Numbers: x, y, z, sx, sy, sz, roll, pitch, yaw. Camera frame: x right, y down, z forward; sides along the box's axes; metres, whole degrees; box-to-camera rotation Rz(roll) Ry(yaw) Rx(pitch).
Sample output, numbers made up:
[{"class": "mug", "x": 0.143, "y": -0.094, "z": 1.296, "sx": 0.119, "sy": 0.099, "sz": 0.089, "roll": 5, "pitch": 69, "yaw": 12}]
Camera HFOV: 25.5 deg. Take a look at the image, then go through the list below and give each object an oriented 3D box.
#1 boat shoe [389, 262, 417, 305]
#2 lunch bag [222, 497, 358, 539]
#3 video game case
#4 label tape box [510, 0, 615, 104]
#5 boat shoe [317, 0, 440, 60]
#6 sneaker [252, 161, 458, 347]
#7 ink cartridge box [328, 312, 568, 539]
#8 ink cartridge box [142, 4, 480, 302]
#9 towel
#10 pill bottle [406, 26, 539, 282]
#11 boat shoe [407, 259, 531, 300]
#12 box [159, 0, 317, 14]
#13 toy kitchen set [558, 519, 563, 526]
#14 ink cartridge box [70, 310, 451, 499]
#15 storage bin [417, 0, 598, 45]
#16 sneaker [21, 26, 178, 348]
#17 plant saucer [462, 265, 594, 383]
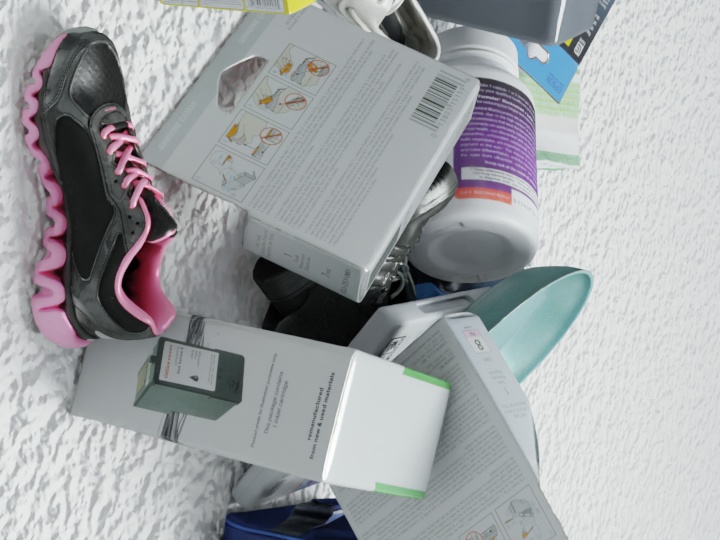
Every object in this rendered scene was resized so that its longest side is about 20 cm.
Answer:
[{"class": "boat shoe", "x": 0.000, "y": 0.000, "z": 1.251, "sx": 0.200, "sy": 0.075, "sz": 0.062, "roll": 67, "pitch": 5, "yaw": -51}, {"class": "lunch bag", "x": -0.024, "y": 0.237, "z": 1.206, "sx": 0.200, "sy": 0.136, "sz": 0.133, "roll": 9, "pitch": 88, "yaw": -59}, {"class": "video game case", "x": 0.008, "y": 0.096, "z": 1.231, "sx": 0.200, "sy": 0.024, "sz": 0.182, "roll": -52, "pitch": 160, "yaw": 23}, {"class": "label tape box", "x": 0.177, "y": -0.279, "z": 1.473, "sx": 0.144, "sy": 0.063, "sz": 0.200, "roll": 34, "pitch": 84, "yaw": -47}, {"class": "boat shoe", "x": 0.004, "y": -0.217, "z": 1.221, "sx": 0.200, "sy": 0.066, "sz": 0.072, "roll": 54, "pitch": 51, "yaw": -50}, {"class": "sneaker", "x": -0.001, "y": 0.005, "z": 1.181, "sx": 0.104, "sy": 0.200, "sz": 0.060, "roll": 58, "pitch": 3, "yaw": -31}, {"class": "ink cartridge box", "x": 0.064, "y": 0.155, "z": 1.087, "sx": 0.057, "sy": 0.163, "sz": 0.200, "roll": -8, "pitch": 61, "yaw": -51}, {"class": "ink cartridge box", "x": -0.033, "y": -0.093, "z": 1.113, "sx": 0.200, "sy": 0.173, "sz": 0.044, "roll": -59, "pitch": 169, "yaw": -35}, {"class": "towel", "x": 0.189, "y": -0.199, "z": 1.582, "sx": 0.149, "sy": 0.031, "sz": 0.200, "roll": -5, "pitch": 101, "yaw": -60}, {"class": "pill bottle", "x": 0.091, "y": -0.100, "z": 1.324, "sx": 0.111, "sy": 0.111, "sz": 0.200, "roll": 50, "pitch": 35, "yaw": -52}, {"class": "boat shoe", "x": 0.101, "y": -0.008, "z": 1.414, "sx": 0.200, "sy": 0.084, "sz": 0.069, "roll": -1, "pitch": 80, "yaw": -70}, {"class": "box", "x": -0.090, "y": -0.266, "z": 0.996, "sx": 0.048, "sy": 0.117, "sz": 0.200, "roll": -36, "pitch": 127, "yaw": -43}, {"class": "toy kitchen set", "x": 0.053, "y": 0.223, "z": 1.405, "sx": 0.200, "sy": 0.181, "sz": 0.163, "roll": -39, "pitch": 156, "yaw": 3}, {"class": "ink cartridge box", "x": -0.064, "y": 0.083, "z": 1.040, "sx": 0.146, "sy": 0.200, "sz": 0.084, "roll": 23, "pitch": 80, "yaw": -59}, {"class": "storage bin", "x": 0.116, "y": -0.270, "z": 1.294, "sx": 0.146, "sy": 0.200, "sz": 0.134, "roll": -32, "pitch": 135, "yaw": -53}, {"class": "sneaker", "x": -0.148, "y": -0.048, "z": 0.969, "sx": 0.079, "sy": 0.095, "sz": 0.200, "roll": -20, "pitch": 112, "yaw": -55}, {"class": "plant saucer", "x": 0.100, "y": 0.062, "z": 1.253, "sx": 0.200, "sy": 0.036, "sz": 0.200, "roll": -38, "pitch": 160, "yaw": -17}]
